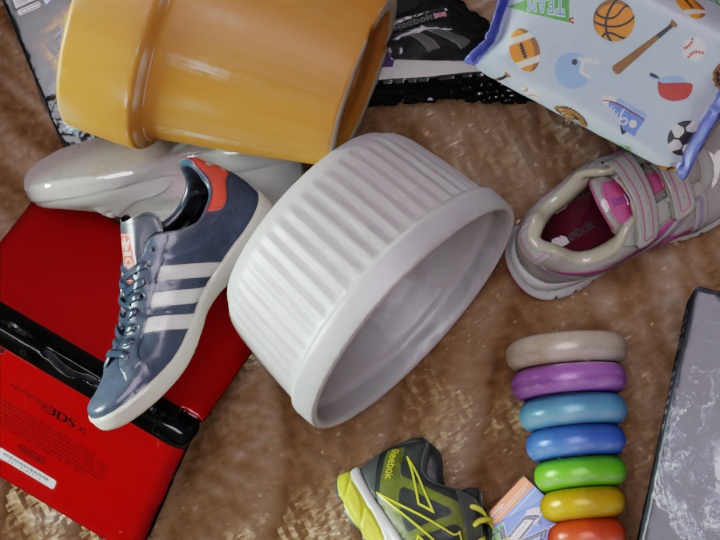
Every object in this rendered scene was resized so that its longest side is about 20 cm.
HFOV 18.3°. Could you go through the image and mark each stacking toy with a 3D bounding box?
[{"bbox_3d":[0.149,0.145,1.535,0.085,0.085,0.201,-5,80,6],"label":"stacking toy"}]

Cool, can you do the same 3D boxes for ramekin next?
[{"bbox_3d":[0.000,0.000,1.520,0.105,0.200,0.200,42,89,16],"label":"ramekin"}]

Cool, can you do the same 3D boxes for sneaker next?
[{"bbox_3d":[0.062,0.195,1.529,0.085,0.074,0.200,-40,64,3],"label":"sneaker"},{"bbox_3d":[-0.138,-0.051,1.600,0.199,0.075,0.089,-7,118,1],"label":"sneaker"},{"bbox_3d":[0.067,-0.169,1.592,0.199,0.076,0.088,0,79,6],"label":"sneaker"},{"bbox_3d":[-0.144,0.011,1.527,0.084,0.075,0.200,40,69,-26],"label":"sneaker"},{"bbox_3d":[0.193,-0.047,1.555,0.200,0.088,0.081,-33,82,2],"label":"sneaker"}]

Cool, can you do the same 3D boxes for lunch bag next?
[{"bbox_3d":[0.177,-0.156,1.490,0.170,0.200,0.124,29,112,4],"label":"lunch bag"}]

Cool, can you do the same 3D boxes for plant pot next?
[{"bbox_3d":[-0.081,-0.160,1.511,0.183,0.200,0.201,21,87,7],"label":"plant pot"}]

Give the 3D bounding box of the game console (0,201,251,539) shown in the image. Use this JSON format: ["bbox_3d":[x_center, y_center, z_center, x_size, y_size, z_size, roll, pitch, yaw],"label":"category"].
[{"bbox_3d":[-0.196,0.072,1.621,0.200,0.119,0.173,30,119,9],"label":"game console"}]

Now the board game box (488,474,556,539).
[{"bbox_3d":[0.083,0.252,1.569,0.103,0.019,0.200,43,90,8],"label":"board game box"}]

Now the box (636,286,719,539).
[{"bbox_3d":[0.299,0.130,1.511,0.196,0.117,0.201,12,86,7],"label":"box"}]

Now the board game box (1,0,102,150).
[{"bbox_3d":[-0.149,-0.182,1.636,0.199,0.028,0.136,-23,83,3],"label":"board game box"}]
